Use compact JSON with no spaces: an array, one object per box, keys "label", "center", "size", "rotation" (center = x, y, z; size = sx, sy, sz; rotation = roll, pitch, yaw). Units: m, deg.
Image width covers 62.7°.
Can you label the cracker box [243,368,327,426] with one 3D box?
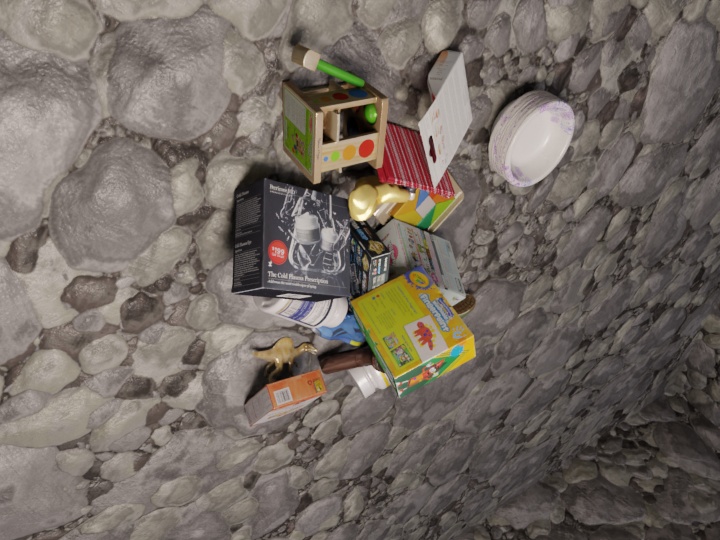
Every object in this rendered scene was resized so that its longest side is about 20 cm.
[{"label":"cracker box","center":[-0.174,0.292,1.343],"size":[0.131,0.059,0.200],"rotation":[-12,163,-30]}]

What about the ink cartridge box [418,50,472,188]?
[{"label":"ink cartridge box","center":[0.150,-0.285,1.121],"size":[0.202,0.049,0.164],"rotation":[-58,147,-25]}]

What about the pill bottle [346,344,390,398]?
[{"label":"pill bottle","center":[0.065,0.227,1.507],"size":[0.198,0.115,0.115],"rotation":[-33,139,-10]}]

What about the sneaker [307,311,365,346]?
[{"label":"sneaker","center":[-0.050,0.120,1.365],"size":[0.198,0.066,0.080],"rotation":[20,102,-48]}]

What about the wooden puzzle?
[{"label":"wooden puzzle","center":[0.134,-0.146,1.301],"size":[0.185,0.037,0.199],"rotation":[-47,139,5]}]

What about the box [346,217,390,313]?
[{"label":"box","center":[0.000,0.000,1.222],"size":[0.045,0.160,0.203],"rotation":[-14,133,-21]}]

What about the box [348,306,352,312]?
[{"label":"box","center":[0.090,0.075,1.378],"size":[0.157,0.050,0.199],"rotation":[-41,124,21]}]

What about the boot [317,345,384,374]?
[{"label":"boot","center":[-0.020,0.213,1.369],"size":[0.195,0.066,0.186],"rotation":[-11,177,16]}]

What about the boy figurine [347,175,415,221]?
[{"label":"boy figurine","center":[0.043,-0.149,1.129],"size":[0.199,0.122,0.066],"rotation":[-37,135,-53]}]

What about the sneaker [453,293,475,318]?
[{"label":"sneaker","center":[0.220,0.133,1.597],"size":[0.197,0.067,0.091],"rotation":[-24,144,-21]}]

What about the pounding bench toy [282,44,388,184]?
[{"label":"pounding bench toy","center":[-0.035,-0.277,0.983],"size":[0.153,0.124,0.204],"rotation":[-18,134,-26]}]

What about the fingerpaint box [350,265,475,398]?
[{"label":"fingerpaint box","center":[0.096,0.110,1.114],"size":[0.164,0.201,0.074],"rotation":[-26,138,-9]}]

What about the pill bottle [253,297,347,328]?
[{"label":"pill bottle","center":[-0.116,0.054,1.214],"size":[0.112,0.111,0.198],"rotation":[-51,139,11]}]

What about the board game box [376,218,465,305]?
[{"label":"board game box","center":[0.134,-0.012,1.294],"size":[0.197,0.150,0.064],"rotation":[19,138,-42]}]

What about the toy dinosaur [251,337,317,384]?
[{"label":"toy dinosaur","center":[-0.189,0.200,1.338],"size":[0.197,0.058,0.104],"rotation":[2,108,-48]}]

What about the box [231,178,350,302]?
[{"label":"box","center":[-0.121,-0.046,1.059],"size":[0.197,0.103,0.187],"rotation":[7,78,-43]}]

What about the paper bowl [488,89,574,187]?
[{"label":"paper bowl","center":[0.367,-0.297,1.308],"size":[0.197,0.105,0.204],"rotation":[-22,136,-23]}]

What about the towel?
[{"label":"towel","center":[0.095,-0.216,1.140],"size":[0.197,0.148,0.022],"rotation":[6,150,-42]}]
